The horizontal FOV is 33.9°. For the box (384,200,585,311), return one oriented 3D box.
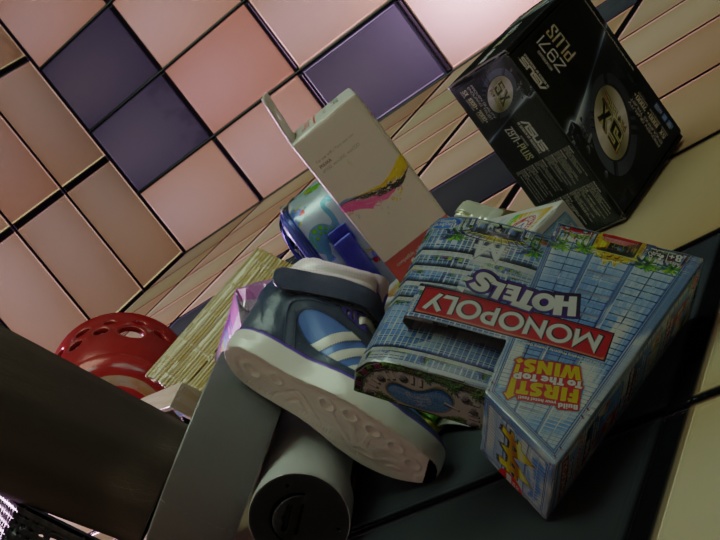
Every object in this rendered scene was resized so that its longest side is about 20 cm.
[{"bbox_3d":[0.112,0.026,0.985,0.112,0.101,0.200,-43,11,-20],"label":"box"}]

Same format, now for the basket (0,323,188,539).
[{"bbox_3d":[-0.259,0.148,1.027,0.180,0.199,0.136,-103,38,-89],"label":"basket"}]

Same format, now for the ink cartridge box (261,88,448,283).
[{"bbox_3d":[0.003,-0.083,0.982,0.067,0.200,0.117,-38,11,4],"label":"ink cartridge box"}]

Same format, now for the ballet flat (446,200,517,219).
[{"bbox_3d":[0.116,-0.038,1.322,0.200,0.072,0.068,-24,18,52],"label":"ballet flat"}]

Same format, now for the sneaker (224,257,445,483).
[{"bbox_3d":[0.007,0.062,0.940,0.147,0.200,0.081,-51,-18,-35],"label":"sneaker"}]

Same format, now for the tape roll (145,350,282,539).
[{"bbox_3d":[-0.122,0.172,0.990,0.200,0.066,0.201,-159,90,-87],"label":"tape roll"}]

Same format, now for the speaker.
[{"bbox_3d":[-0.041,0.161,0.980,0.081,0.081,0.200,-36,10,12],"label":"speaker"}]

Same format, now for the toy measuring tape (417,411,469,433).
[{"bbox_3d":[0.050,0.099,0.971,0.074,0.074,0.200,-43,11,-28],"label":"toy measuring tape"}]

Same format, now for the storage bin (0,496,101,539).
[{"bbox_3d":[-0.285,0.278,1.079,0.094,0.135,0.200,-63,18,-15],"label":"storage bin"}]

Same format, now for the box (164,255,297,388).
[{"bbox_3d":[-0.100,0.083,1.389,0.196,0.124,0.200,-28,16,48],"label":"box"}]

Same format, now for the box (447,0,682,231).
[{"bbox_3d":[0.208,-0.158,1.175,0.086,0.200,0.164,-26,16,48],"label":"box"}]

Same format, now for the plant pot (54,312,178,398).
[{"bbox_3d":[-0.314,0.170,1.533,0.200,0.201,0.183,-38,13,1],"label":"plant pot"}]

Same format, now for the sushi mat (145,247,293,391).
[{"bbox_3d":[-0.130,0.059,1.243,0.200,0.095,0.012,-51,-27,-29],"label":"sushi mat"}]

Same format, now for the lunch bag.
[{"bbox_3d":[0.000,0.000,1.198,0.082,0.200,0.161,-38,11,1],"label":"lunch bag"}]

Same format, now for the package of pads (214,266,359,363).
[{"bbox_3d":[-0.067,0.069,1.112,0.120,0.076,0.200,-8,-21,-16],"label":"package of pads"}]

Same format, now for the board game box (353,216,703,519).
[{"bbox_3d":[0.104,0.053,0.780,0.199,0.062,0.200,15,47,17],"label":"board game box"}]

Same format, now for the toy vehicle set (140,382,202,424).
[{"bbox_3d":[-0.159,0.163,1.207,0.200,0.124,0.027,-27,37,64],"label":"toy vehicle set"}]
